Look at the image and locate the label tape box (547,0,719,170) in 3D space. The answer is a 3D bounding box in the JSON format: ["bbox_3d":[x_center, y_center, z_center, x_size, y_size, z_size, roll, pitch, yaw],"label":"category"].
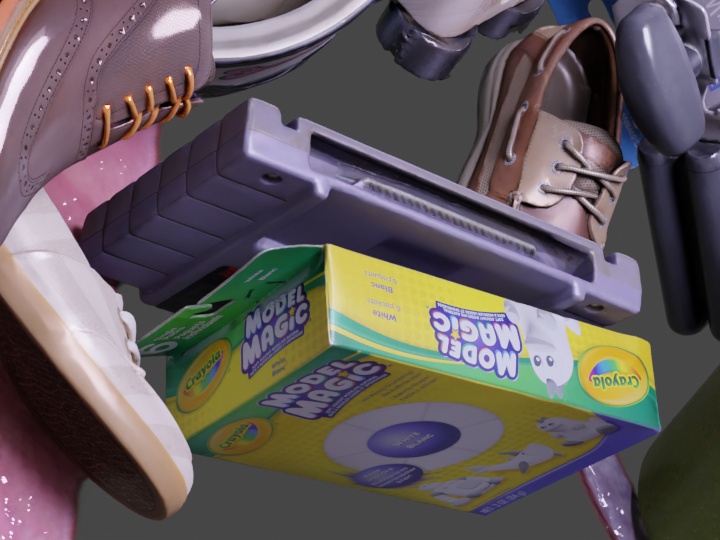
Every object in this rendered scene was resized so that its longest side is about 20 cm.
[{"bbox_3d":[0.185,-0.158,0.943,0.063,0.200,0.145,-6,70,-63],"label":"label tape box"}]

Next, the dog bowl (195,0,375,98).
[{"bbox_3d":[-0.076,-0.161,0.768,0.199,0.074,0.201,4,70,-11],"label":"dog bowl"}]

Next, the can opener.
[{"bbox_3d":[0.155,-0.044,0.906,0.067,0.053,0.201,-40,128,-38],"label":"can opener"}]

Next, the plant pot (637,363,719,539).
[{"bbox_3d":[0.234,0.082,0.855,0.200,0.190,0.201,21,46,-23],"label":"plant pot"}]

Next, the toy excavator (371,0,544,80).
[{"bbox_3d":[-0.001,-0.196,0.900,0.200,0.100,0.194,48,44,10],"label":"toy excavator"}]

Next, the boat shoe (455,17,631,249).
[{"bbox_3d":[0.093,-0.046,0.898,0.076,0.072,0.201,26,52,-28],"label":"boat shoe"}]

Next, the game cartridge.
[{"bbox_3d":[0.000,0.000,0.749,0.200,0.130,0.039,20,54,-32],"label":"game cartridge"}]

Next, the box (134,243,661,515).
[{"bbox_3d":[0.012,0.047,0.743,0.200,0.117,0.049,18,55,-33],"label":"box"}]

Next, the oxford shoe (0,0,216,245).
[{"bbox_3d":[-0.091,-0.073,0.647,0.073,0.071,0.200,28,60,-4],"label":"oxford shoe"}]

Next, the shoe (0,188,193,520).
[{"bbox_3d":[-0.118,0.002,0.682,0.053,0.070,0.200,-36,91,-25],"label":"shoe"}]
